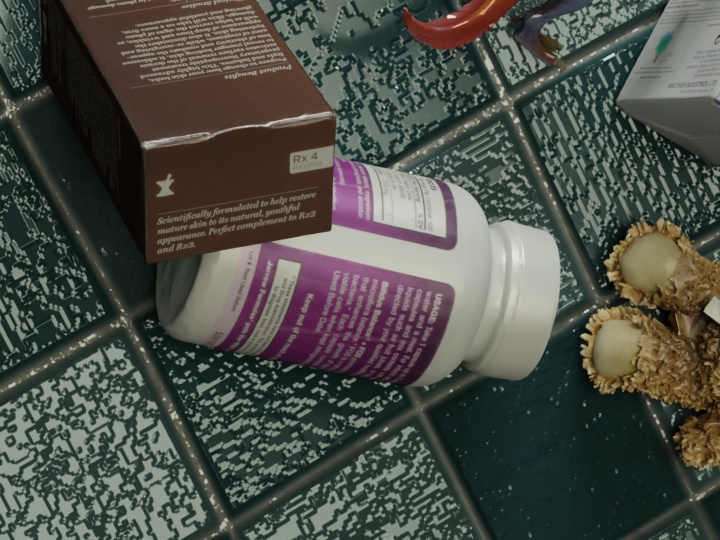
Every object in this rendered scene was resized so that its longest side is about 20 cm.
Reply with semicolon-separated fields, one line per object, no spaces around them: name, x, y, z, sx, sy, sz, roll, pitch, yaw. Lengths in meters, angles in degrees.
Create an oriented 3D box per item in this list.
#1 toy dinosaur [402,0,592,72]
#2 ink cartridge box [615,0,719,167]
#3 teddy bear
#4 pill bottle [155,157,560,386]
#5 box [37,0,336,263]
toy dinosaur;0.141;-0.187;1.616;0.105;0.200;0.181;46;122;-3
ink cartridge box;0.238;-0.161;1.657;0.076;0.136;0.201;29;83;-18
teddy bear;0.220;0.046;1.700;0.199;0.067;0.146;4;80;-11
pill bottle;0.000;0.000;1.597;0.199;0.112;0.113;12;87;-17
box;-0.090;-0.090;1.519;0.100;0.200;0.075;-10;123;-17
